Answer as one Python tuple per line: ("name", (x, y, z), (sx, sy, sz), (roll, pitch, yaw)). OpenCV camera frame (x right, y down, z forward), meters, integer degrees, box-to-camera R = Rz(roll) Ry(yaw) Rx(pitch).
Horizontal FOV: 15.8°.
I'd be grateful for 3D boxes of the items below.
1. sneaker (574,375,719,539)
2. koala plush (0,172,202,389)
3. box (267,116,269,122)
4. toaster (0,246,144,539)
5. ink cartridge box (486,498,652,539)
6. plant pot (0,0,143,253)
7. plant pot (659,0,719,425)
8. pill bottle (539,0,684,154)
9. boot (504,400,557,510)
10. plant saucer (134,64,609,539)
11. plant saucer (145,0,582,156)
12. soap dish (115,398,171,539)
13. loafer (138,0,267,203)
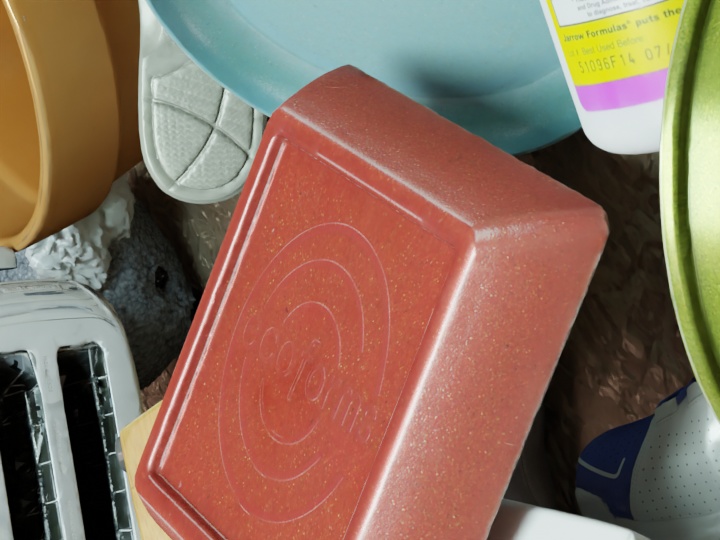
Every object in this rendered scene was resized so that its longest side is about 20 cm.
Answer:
("sneaker", (0.153, 0.033, 0.897), (0.199, 0.081, 0.115), (-11, 98, 54))
("koala plush", (-0.147, 0.045, 1.322), (0.177, 0.184, 0.200), (148, 126, -83))
("box", (0.000, 0.000, 1.060), (0.082, 0.049, 0.200), (121, 146, -56))
("toaster", (-0.166, 0.093, 1.164), (0.129, 0.114, 0.200), (-17, 79, 53))
("ink cartridge box", (0.111, 0.149, 0.916), (0.145, 0.200, 0.084), (6, 74, 58))
("plant pot", (-0.138, -0.126, 1.185), (0.200, 0.140, 0.200), (39, 143, 39))
("plant pot", (0.212, -0.025, 0.649), (0.193, 0.200, 0.200), (5, 116, 45))
("pill bottle", (0.091, -0.145, 0.825), (0.104, 0.104, 0.200), (-3, 109, 60))
("boot", (0.088, 0.124, 1.093), (0.132, 0.070, 0.200), (35, 144, 31))
("plant saucer", (-0.011, 0.038, 0.923), (0.200, 0.037, 0.200), (35, 106, 56))
("plant saucer", (0.010, -0.117, 0.962), (0.200, 0.027, 0.200), (12, 143, 9))
("soap dish", (-0.036, 0.124, 1.149), (0.200, 0.081, 0.157), (16, -120, -77))
("loafer", (-0.064, -0.130, 1.101), (0.063, 0.072, 0.200), (-110, 26, -82))
